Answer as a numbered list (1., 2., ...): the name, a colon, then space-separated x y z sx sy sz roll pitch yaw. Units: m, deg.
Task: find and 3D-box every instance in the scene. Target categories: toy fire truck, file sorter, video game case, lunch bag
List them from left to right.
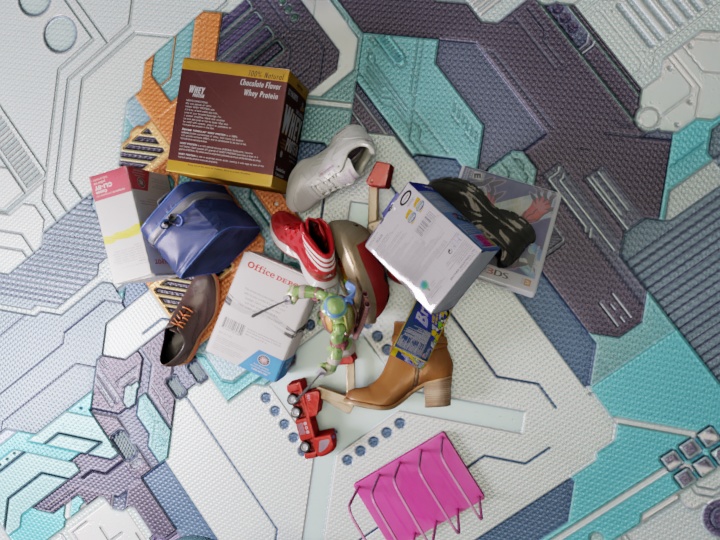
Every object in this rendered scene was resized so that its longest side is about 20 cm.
1. lunch bag: -0.290 -0.079 1.036 0.136 0.200 0.132 -44 83 12
2. toy fire truck: -0.061 0.238 1.081 0.141 0.049 0.201 -15 89 7
3. toy fire truck: 0.065 -0.082 1.048 0.141 0.049 0.201 16 95 10
4. file sorter: 0.097 0.407 1.019 0.200 0.125 0.139 -33 85 8
5. video game case: 0.235 -0.072 1.004 0.182 0.023 0.200 18 70 8

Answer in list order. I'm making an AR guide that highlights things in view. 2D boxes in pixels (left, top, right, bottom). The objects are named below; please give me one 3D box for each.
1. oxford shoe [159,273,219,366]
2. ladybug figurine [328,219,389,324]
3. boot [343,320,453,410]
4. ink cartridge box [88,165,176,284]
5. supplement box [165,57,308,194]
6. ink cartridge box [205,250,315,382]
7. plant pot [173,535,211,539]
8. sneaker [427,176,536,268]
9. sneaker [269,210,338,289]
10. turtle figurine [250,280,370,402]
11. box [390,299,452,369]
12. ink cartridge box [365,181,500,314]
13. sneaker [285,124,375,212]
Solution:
1. oxford shoe: -0.325 0.093 1.108 0.071 0.073 0.200 20 94 9
2. ladybug figurine: 0.000 0.000 1.030 0.072 0.136 0.200 -22 107 -13
3. boot: 0.065 0.168 1.048 0.199 0.074 0.155 -3 84 -3
4. ink cartridge box: -0.406 -0.079 1.081 0.083 0.145 0.201 -14 89 10
5. supplement box: -0.217 -0.256 1.055 0.197 0.133 0.201 10 93 9
6. ink cartridge box: -0.174 0.082 1.077 0.146 0.086 0.200 23 93 8
7. plant pot: -0.336 0.625 1.087 0.200 0.135 0.201 0 91 10
8. sneaker: 0.186 -0.081 0.962 0.200 0.076 0.091 35 80 16
9. sneaker: -0.095 -0.070 1.020 0.078 0.116 0.200 -24 53 -29
10. turtle figurine: -0.078 0.099 0.962 0.144 0.194 0.200 35 81 14
11. box: 0.124 0.064 1.003 0.064 0.070 0.200 27 71 8
12. ink cartridge box: 0.102 -0.049 0.940 0.200 0.076 0.137 46 116 23
13. sneaker: -0.056 -0.176 1.044 0.200 0.075 0.100 -45 40 8
